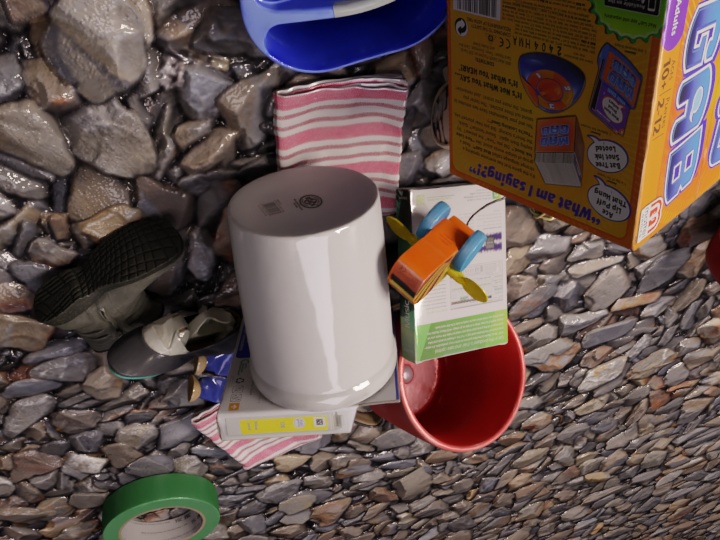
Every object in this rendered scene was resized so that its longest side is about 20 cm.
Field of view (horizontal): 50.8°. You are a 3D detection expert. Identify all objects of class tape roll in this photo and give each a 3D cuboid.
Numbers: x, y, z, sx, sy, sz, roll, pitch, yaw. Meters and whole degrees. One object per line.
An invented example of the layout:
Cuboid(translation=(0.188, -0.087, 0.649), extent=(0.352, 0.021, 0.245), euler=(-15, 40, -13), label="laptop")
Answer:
Cuboid(translation=(-0.343, 0.422, 1.308), extent=(0.196, 0.049, 0.203), euler=(-11, 140, -9), label="tape roll")

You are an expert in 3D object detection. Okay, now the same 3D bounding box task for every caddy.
Cuboid(translation=(-0.008, -0.249, 0.637), extent=(0.196, 0.106, 0.143), euler=(-17, 141, -3), label="caddy")

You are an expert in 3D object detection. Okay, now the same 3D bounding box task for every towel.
Cuboid(translation=(-0.021, -0.122, 0.837), extent=(0.143, 0.030, 0.202), euler=(-10, 139, -10), label="towel")
Cuboid(translation=(-0.158, 0.250, 1.190), extent=(0.144, 0.030, 0.201), euler=(-23, 140, 6), label="towel")

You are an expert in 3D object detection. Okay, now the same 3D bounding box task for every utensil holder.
Cuboid(translation=(-0.048, 0.014, 0.802), extent=(0.166, 0.171, 0.204), euler=(-10, 121, -10), label="utensil holder")

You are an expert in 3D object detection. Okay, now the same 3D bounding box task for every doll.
Cuboid(translation=(-0.140, 0.163, 1.064), extent=(0.196, 0.048, 0.139), euler=(10, 105, -21), label="doll")

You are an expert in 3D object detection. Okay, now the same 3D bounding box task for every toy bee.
Cuboid(translation=(0.097, -0.017, 0.815), extent=(0.197, 0.132, 0.110), euler=(-19, 152, -27), label="toy bee")

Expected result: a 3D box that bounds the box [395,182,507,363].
Cuboid(translation=(0.112, -0.001, 0.913), extent=(0.142, 0.036, 0.205), euler=(-7, 99, -29), label="box")

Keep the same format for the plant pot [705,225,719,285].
Cuboid(translation=(0.611, -0.051, 1.045), extent=(0.196, 0.202, 0.185), euler=(0, 130, -21), label="plant pot")

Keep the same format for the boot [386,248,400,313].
Cuboid(translation=(0.000, 0.000, 0.953), extent=(0.199, 0.078, 0.138), euler=(-37, 132, 19), label="boot")

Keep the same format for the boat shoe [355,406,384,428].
Cuboid(translation=(-0.030, 0.190, 1.160), extent=(0.073, 0.061, 0.199), euler=(-33, 138, 19), label="boat shoe")

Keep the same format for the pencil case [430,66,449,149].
Cuboid(translation=(0.172, -0.161, 0.827), extent=(0.196, 0.092, 0.077), euler=(6, 178, -31), label="pencil case")

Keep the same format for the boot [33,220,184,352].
Cuboid(translation=(-0.268, 0.022, 0.889), extent=(0.197, 0.069, 0.131), euler=(-27, 152, 9), label="boot")

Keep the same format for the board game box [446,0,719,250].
Cuboid(translation=(0.210, -0.179, 0.647), extent=(0.198, 0.198, 0.203), euler=(-31, 133, -31), label="board game box")

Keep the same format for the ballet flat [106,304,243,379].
Cuboid(translation=(-0.215, 0.077, 0.924), extent=(0.198, 0.074, 0.073), euler=(-8, 147, -53), label="ballet flat")

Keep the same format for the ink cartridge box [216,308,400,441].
Cuboid(translation=(-0.054, 0.115, 0.885), extent=(0.195, 0.199, 0.048), euler=(-1, 117, 1), label="ink cartridge box")

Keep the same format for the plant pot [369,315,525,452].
Cuboid(translation=(0.095, 0.138, 1.030), extent=(0.196, 0.206, 0.176), euler=(5, 171, -26), label="plant pot")

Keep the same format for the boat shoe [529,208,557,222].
Cuboid(translation=(0.245, -0.088, 0.941), extent=(0.197, 0.072, 0.061), euler=(10, 102, -36), label="boat shoe")
